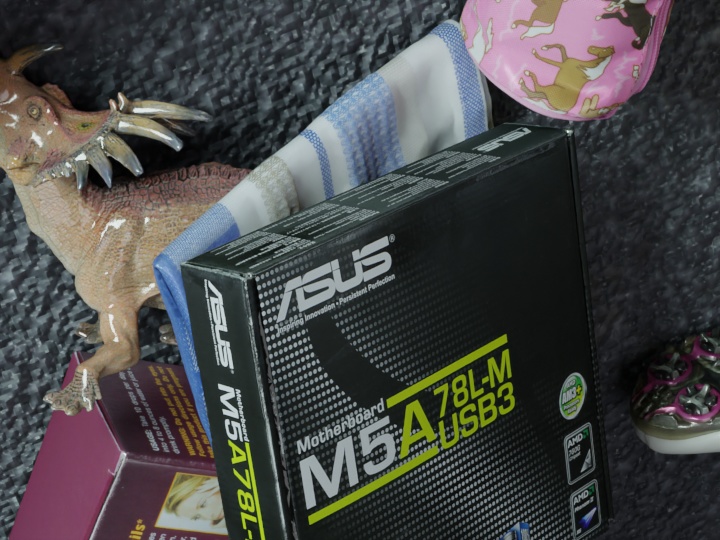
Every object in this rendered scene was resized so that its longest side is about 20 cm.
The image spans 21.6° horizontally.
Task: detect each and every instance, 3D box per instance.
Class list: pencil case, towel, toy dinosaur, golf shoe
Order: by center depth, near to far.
[{"bbox_3d":[0.104,-0.157,0.761,0.082,0.087,0.201,-6,137,-27],"label":"pencil case"},{"bbox_3d":[-0.072,-0.019,0.796,0.198,0.086,0.137,2,113,-32],"label":"toy dinosaur"},{"bbox_3d":[0.000,0.000,0.813,0.200,0.024,0.148,-41,131,-34],"label":"towel"},{"bbox_3d":[0.231,0.074,0.993,0.198,0.073,0.093,-10,126,-18],"label":"golf shoe"}]

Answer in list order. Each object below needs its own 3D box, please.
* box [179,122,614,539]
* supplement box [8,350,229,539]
[{"bbox_3d":[0.025,0.057,0.800,0.199,0.047,0.195,-24,116,-40],"label":"box"},{"bbox_3d":[-0.050,0.116,0.886,0.198,0.086,0.111,10,116,-30],"label":"supplement box"}]
